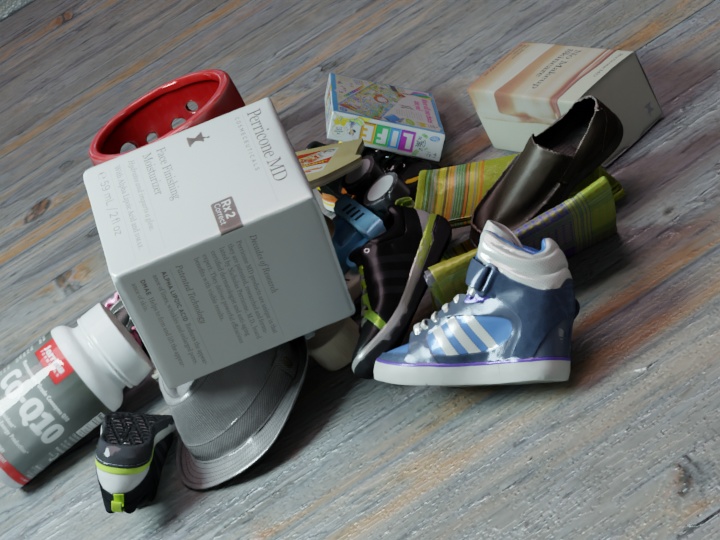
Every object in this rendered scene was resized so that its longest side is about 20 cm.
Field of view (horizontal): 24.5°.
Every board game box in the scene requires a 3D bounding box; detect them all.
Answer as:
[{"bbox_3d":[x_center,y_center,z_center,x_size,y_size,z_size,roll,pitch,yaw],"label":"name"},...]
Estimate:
[{"bbox_3d":[0.026,-0.185,1.977,0.133,0.035,0.200,11,19,-5],"label":"board game box"}]

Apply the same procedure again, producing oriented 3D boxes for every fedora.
[{"bbox_3d":[-0.141,0.110,1.661,0.176,0.090,0.201,-25,31,37],"label":"fedora"}]

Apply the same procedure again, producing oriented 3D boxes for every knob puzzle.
[{"bbox_3d":[-0.090,-0.089,1.782,0.218,0.031,0.220,-13,15,4],"label":"knob puzzle"}]

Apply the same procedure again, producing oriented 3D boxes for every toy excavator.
[{"bbox_3d":[0.000,0.000,1.763,0.200,0.100,0.194,-47,29,-1],"label":"toy excavator"}]

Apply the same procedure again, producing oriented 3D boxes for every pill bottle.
[{"bbox_3d":[-0.332,0.133,1.810,0.200,0.114,0.114,-39,27,-3],"label":"pill bottle"}]

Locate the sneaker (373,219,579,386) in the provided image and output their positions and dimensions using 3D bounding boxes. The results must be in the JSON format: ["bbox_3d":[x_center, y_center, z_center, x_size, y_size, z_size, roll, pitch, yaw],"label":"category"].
[{"bbox_3d":[0.102,0.030,1.511,0.199,0.148,0.080,-4,-6,31],"label":"sneaker"}]

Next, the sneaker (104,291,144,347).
[{"bbox_3d":[-0.286,0.096,1.911,0.200,0.079,0.095,-38,43,-7],"label":"sneaker"}]

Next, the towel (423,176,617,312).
[{"bbox_3d":[0.152,-0.018,1.588,0.199,0.144,0.023,-28,71,2],"label":"towel"}]

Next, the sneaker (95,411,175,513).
[{"bbox_3d":[-0.233,0.195,1.669,0.071,0.084,0.200,4,8,4],"label":"sneaker"}]

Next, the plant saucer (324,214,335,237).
[{"bbox_3d":[-0.125,-0.025,1.761,0.199,0.036,0.201,-20,22,8],"label":"plant saucer"}]

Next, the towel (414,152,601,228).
[{"bbox_3d":[0.150,-0.090,1.709,0.198,0.018,0.087,-11,47,19],"label":"towel"}]

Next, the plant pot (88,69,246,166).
[{"bbox_3d":[-0.209,-0.125,2.068,0.199,0.183,0.201,-24,27,14],"label":"plant pot"}]

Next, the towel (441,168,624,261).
[{"bbox_3d":[0.171,-0.047,1.708,0.199,0.018,0.086,-31,27,0],"label":"towel"}]

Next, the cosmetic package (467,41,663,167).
[{"bbox_3d":[0.222,-0.187,1.834,0.103,0.088,0.199,-40,28,-21],"label":"cosmetic package"}]

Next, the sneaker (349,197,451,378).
[{"bbox_3d":[0.020,0.016,1.644,0.072,0.082,0.201,108,-172,-58],"label":"sneaker"}]

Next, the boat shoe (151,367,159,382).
[{"bbox_3d":[-0.136,0.069,1.812,0.200,0.057,0.067,-40,11,-9],"label":"boat shoe"}]

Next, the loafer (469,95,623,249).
[{"bbox_3d":[0.174,-0.101,1.640,0.073,0.071,0.200,33,76,37],"label":"loafer"}]

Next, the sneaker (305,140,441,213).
[{"bbox_3d":[0.010,-0.116,1.929,0.199,0.090,0.070,1,40,48],"label":"sneaker"}]

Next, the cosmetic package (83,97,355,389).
[{"bbox_3d":[-0.134,-0.026,1.587,0.199,0.166,0.165,-23,45,-3],"label":"cosmetic package"}]
